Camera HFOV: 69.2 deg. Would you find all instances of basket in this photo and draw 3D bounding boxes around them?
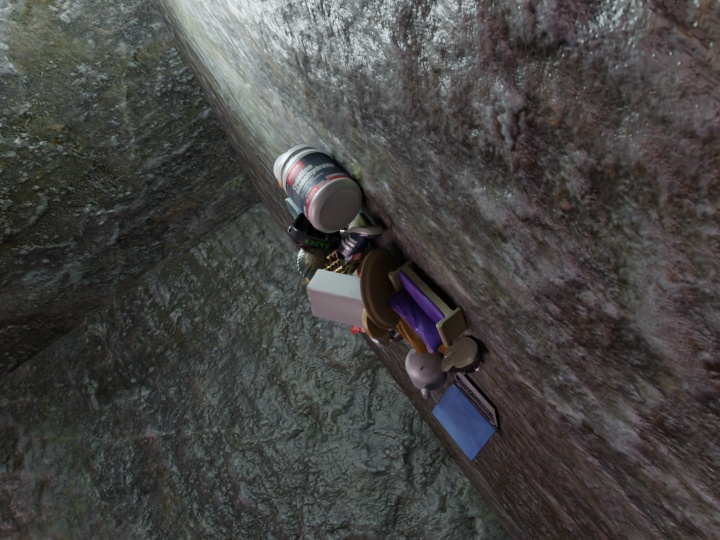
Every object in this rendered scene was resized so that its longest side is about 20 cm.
[{"bbox_3d":[-0.077,-0.013,1.609,0.150,0.199,0.143,55,172,-2],"label":"basket"}]

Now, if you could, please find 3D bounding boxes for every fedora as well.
[{"bbox_3d":[0.152,0.156,1.380,0.202,0.081,0.201,53,170,13],"label":"fedora"}]

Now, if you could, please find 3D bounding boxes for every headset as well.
[{"bbox_3d":[-0.114,-0.086,1.294,0.122,0.095,0.201,14,-158,-11],"label":"headset"}]

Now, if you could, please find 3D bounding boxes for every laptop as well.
[{"bbox_3d":[0.278,0.386,1.444,0.187,0.115,0.201,47,168,39],"label":"laptop"}]

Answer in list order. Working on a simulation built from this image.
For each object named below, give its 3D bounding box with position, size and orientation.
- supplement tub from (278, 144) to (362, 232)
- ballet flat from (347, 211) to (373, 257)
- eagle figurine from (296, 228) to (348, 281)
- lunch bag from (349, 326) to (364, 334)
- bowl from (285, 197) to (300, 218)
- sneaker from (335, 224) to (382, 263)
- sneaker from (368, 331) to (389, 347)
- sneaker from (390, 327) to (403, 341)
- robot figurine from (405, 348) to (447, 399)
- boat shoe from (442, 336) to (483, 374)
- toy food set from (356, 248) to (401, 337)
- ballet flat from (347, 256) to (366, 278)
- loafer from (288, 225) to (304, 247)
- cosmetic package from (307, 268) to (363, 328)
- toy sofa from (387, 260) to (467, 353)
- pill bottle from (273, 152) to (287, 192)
[{"bbox_3d":[-0.099,-0.198,1.245,0.200,0.140,0.141,48,169,36],"label":"supplement tub"},{"bbox_3d":[-0.004,-0.082,1.406,0.070,0.069,0.201,50,169,28],"label":"ballet flat"},{"bbox_3d":[-0.084,-0.073,1.474,0.149,0.200,0.153,21,119,9],"label":"eagle figurine"},{"bbox_3d":[0.039,0.132,1.597,0.082,0.175,0.200,54,171,2],"label":"lunch bag"},{"bbox_3d":[-0.147,-0.174,1.703,0.202,0.104,0.201,55,172,12],"label":"bowl"},{"bbox_3d":[-0.005,-0.063,1.284,0.199,0.074,0.086,-5,90,62],"label":"sneaker"},{"bbox_3d":[0.068,0.104,1.436,0.075,0.114,0.203,6,-114,-47],"label":"sneaker"},{"bbox_3d":[0.122,0.200,1.710,0.077,0.081,0.200,52,171,19],"label":"sneaker"},{"bbox_3d":[0.192,0.282,1.515,0.200,0.111,0.172,62,-154,-61],"label":"robot figurine"},{"bbox_3d":[0.241,0.196,1.175,0.067,0.073,0.200,18,162,-1],"label":"boat shoe"},{"bbox_3d":[0.053,0.047,1.261,0.048,0.197,0.203,-9,105,36],"label":"toy food set"},{"bbox_3d":[0.000,0.000,1.402,0.071,0.065,0.200,61,157,1],"label":"ballet flat"},{"bbox_3d":[-0.116,-0.132,1.412,0.071,0.199,0.074,30,-147,-47],"label":"loafer"},{"bbox_3d":[-0.032,0.077,1.369,0.197,0.082,0.114,14,136,19],"label":"cosmetic package"},{"bbox_3d":[0.134,0.079,1.150,0.200,0.097,0.083,49,170,42],"label":"toy sofa"},{"bbox_3d":[-0.168,-0.258,1.475,0.200,0.114,0.115,44,166,49],"label":"pill bottle"}]
